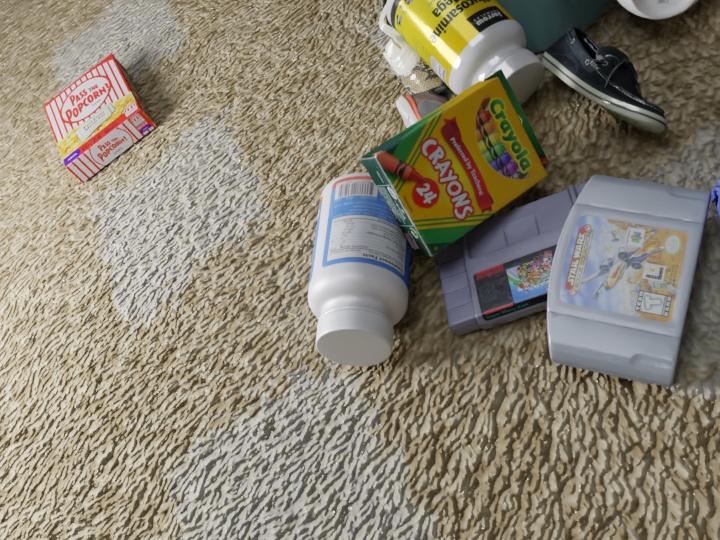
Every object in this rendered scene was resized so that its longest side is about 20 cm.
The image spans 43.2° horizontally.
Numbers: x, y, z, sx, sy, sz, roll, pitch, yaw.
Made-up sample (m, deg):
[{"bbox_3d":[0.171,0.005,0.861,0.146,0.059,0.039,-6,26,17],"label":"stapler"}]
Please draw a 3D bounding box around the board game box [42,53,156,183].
[{"bbox_3d":[-0.431,-0.253,1.492,0.151,0.046,0.200,-37,47,2],"label":"board game box"}]

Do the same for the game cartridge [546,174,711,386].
[{"bbox_3d":[0.253,0.003,0.879,0.133,0.042,0.201,12,71,16],"label":"game cartridge"}]

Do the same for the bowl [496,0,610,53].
[{"bbox_3d":[0.217,-0.386,1.166,0.200,0.105,0.202,-15,52,21],"label":"bowl"}]

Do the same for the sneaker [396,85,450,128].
[{"bbox_3d":[0.111,-0.166,1.094,0.082,0.077,0.200,-28,48,1],"label":"sneaker"}]

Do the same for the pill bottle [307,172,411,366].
[{"bbox_3d":[0.000,0.000,1.011,0.112,0.112,0.201,-11,53,24],"label":"pill bottle"}]

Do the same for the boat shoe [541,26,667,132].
[{"bbox_3d":[0.279,-0.218,1.026,0.062,0.074,0.200,-56,39,19],"label":"boat shoe"}]

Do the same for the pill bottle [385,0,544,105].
[{"bbox_3d":[0.130,-0.286,1.116,0.112,0.112,0.200,-39,68,0],"label":"pill bottle"}]

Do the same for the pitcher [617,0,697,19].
[{"bbox_3d":[0.376,-0.387,1.076,0.171,0.122,0.201,-3,44,14],"label":"pitcher"}]

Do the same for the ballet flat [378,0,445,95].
[{"bbox_3d":[0.058,-0.308,1.222,0.068,0.075,0.201,-40,43,31],"label":"ballet flat"}]

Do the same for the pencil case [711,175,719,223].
[{"bbox_3d":[0.427,-0.091,0.846,0.199,0.078,0.087,-29,72,9],"label":"pencil case"}]

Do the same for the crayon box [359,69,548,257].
[{"bbox_3d":[0.116,-0.121,0.990,0.200,0.127,0.051,-35,14,-15],"label":"crayon box"}]

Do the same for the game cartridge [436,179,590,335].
[{"bbox_3d":[0.180,-0.015,0.970,0.199,0.038,0.130,-20,46,17],"label":"game cartridge"}]
